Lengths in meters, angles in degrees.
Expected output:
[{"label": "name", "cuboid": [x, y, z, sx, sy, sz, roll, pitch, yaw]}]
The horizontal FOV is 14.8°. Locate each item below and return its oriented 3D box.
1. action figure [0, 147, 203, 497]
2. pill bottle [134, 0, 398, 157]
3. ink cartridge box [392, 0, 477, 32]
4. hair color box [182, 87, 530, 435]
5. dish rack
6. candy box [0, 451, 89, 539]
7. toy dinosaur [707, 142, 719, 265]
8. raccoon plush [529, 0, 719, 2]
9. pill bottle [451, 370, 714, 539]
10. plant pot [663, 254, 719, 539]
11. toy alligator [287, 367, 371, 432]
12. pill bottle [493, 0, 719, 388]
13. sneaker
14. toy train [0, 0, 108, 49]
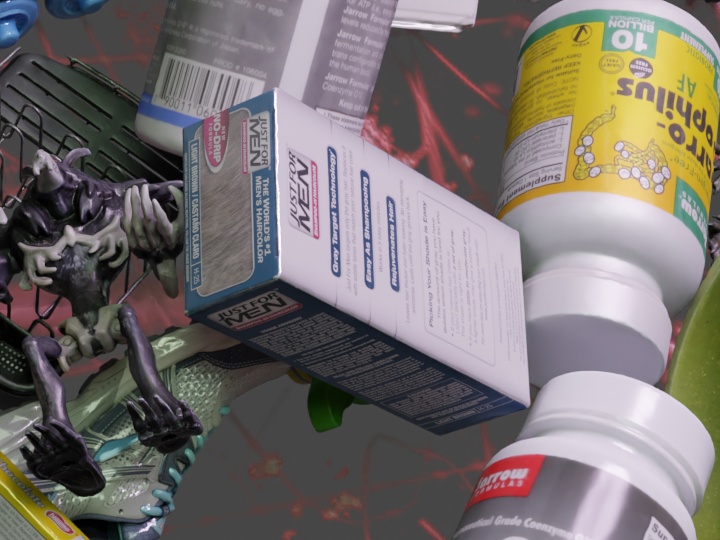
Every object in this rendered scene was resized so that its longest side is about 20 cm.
[{"label": "action figure", "cuboid": [-0.131, 0.000, 1.301, 0.119, 0.102, 0.200, -15, 52, -6]}, {"label": "pill bottle", "cuboid": [-0.036, -0.148, 1.408, 0.114, 0.114, 0.200, 16, 94, -5]}, {"label": "ink cartridge box", "cuboid": [-0.001, -0.238, 1.498, 0.145, 0.200, 0.085, 4, 16, -13]}, {"label": "hair color box", "cuboid": [0.000, 0.000, 1.332, 0.200, 0.060, 0.100, 29, 50, -47]}, {"label": "dish rack", "cuboid": [-0.170, -0.031, 1.414, 0.153, 0.055, 0.200, 36, 57, 7]}, {"label": "candy box", "cuboid": [-0.167, 0.151, 1.282, 0.200, 0.102, 0.026, 44, 20, 12]}, {"label": "toy dinosaur", "cuboid": [0.234, -0.041, 1.522, 0.088, 0.048, 0.200, -4, 26, 12]}, {"label": "raccoon plush", "cuboid": [0.151, -0.215, 1.616, 0.134, 0.097, 0.200, -3, 30, -2]}, {"label": "pill bottle", "cuboid": [0.094, 0.153, 1.338, 0.114, 0.114, 0.200, 26, 57, 1]}, {"label": "plant pot", "cuboid": [0.282, 0.082, 1.406, 0.190, 0.200, 0.200, 12, 57, -23]}, {"label": "toy alligator", "cuboid": [-0.002, 0.001, 1.443, 0.054, 0.059, 0.200, 37, 44, -43]}, {"label": "pill bottle", "cuboid": [0.128, -0.038, 1.463, 0.113, 0.113, 0.200, 15, 57, -6]}, {"label": "sneaker", "cuboid": [-0.111, 0.093, 1.352, 0.200, 0.078, 0.086, -28, 76, -18]}, {"label": "toy train", "cuboid": [-0.199, -0.172, 1.454, 0.200, 0.114, 0.087, -22, 68, -25]}]
